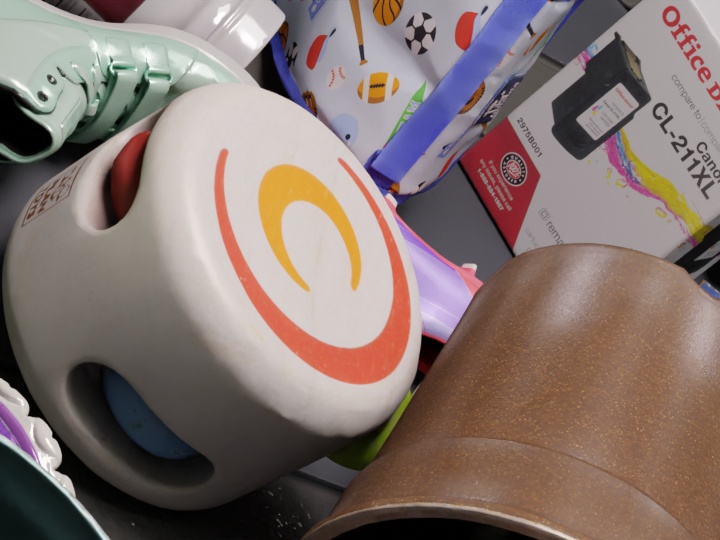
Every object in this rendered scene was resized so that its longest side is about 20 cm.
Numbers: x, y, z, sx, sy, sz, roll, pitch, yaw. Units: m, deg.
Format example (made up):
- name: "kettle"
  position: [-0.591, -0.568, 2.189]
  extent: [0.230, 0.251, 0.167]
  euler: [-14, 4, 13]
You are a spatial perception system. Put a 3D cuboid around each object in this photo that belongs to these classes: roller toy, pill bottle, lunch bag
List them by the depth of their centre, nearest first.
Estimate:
- name: "roller toy"
  position: [-0.075, 0.013, 1.176]
  extent: [0.182, 0.140, 0.200]
  euler: [3, 64, -54]
- name: "pill bottle"
  position: [-0.140, -0.178, 1.334]
  extent: [0.200, 0.113, 0.113]
  euler: [43, 30, -10]
- name: "lunch bag"
  position: [0.042, -0.144, 1.445]
  extent: [0.124, 0.170, 0.200]
  euler: [32, 18, -24]

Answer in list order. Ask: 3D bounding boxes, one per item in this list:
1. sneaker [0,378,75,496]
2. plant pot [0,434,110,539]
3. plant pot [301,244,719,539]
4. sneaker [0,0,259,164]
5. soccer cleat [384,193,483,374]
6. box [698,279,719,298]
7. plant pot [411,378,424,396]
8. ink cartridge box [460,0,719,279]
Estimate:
- name: "sneaker"
  position: [-0.160, 0.125, 1.002]
  extent: [0.083, 0.081, 0.200]
  euler: [4, 53, -44]
- name: "plant pot"
  position: [-0.183, 0.160, 0.871]
  extent: [0.200, 0.134, 0.200]
  euler: [33, 34, -26]
- name: "plant pot"
  position: [0.089, 0.106, 1.100]
  extent: [0.200, 0.200, 0.198]
  euler: [41, 45, -14]
- name: "sneaker"
  position: [-0.138, -0.077, 1.248]
  extent: [0.200, 0.074, 0.118]
  euler: [17, 34, -21]
- name: "soccer cleat"
  position: [0.000, 0.000, 1.374]
  extent: [0.200, 0.067, 0.077]
  euler: [36, 56, -14]
- name: "box"
  position: [0.231, 0.086, 1.583]
  extent: [0.119, 0.041, 0.200]
  euler: [41, 28, 5]
- name: "plant pot"
  position: [0.123, 0.101, 1.327]
  extent: [0.186, 0.186, 0.200]
  euler: [50, 16, 1]
- name: "ink cartridge box"
  position: [0.184, -0.073, 1.557]
  extent: [0.083, 0.200, 0.146]
  euler: [-1, 56, -54]
